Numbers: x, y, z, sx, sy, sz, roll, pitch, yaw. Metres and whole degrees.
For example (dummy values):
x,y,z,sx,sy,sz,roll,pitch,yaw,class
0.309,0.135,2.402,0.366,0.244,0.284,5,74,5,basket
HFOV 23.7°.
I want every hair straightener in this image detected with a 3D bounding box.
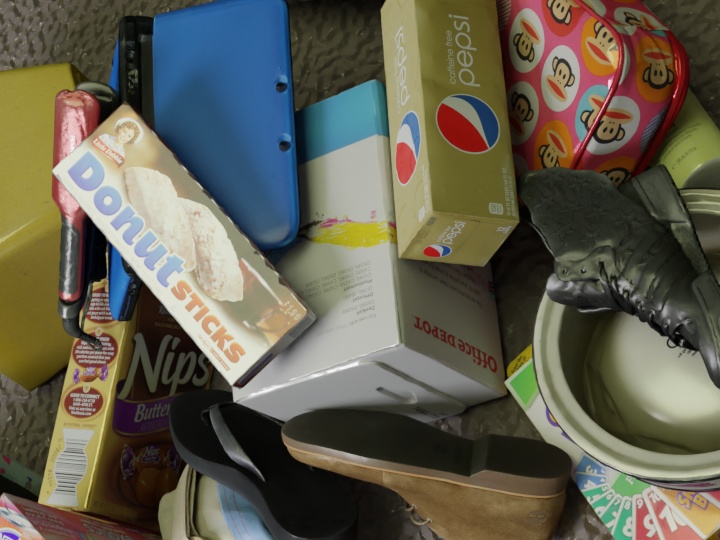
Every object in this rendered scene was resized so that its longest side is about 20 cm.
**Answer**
x,y,z,sx,sy,sz,roll,pitch,yaw,class
-0.192,-0.039,1.245,0.041,0.077,0.202,5,108,13,hair straightener

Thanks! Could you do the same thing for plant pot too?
x,y,z,sx,sy,sz,roll,pitch,yaw,class
-0.265,-0.051,1.408,0.175,0.200,0.201,-25,60,10,plant pot

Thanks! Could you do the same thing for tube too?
x,y,z,sx,sy,sz,roll,pitch,yaw,class
0.197,-0.127,1.211,0.058,0.052,0.201,-16,51,-15,tube

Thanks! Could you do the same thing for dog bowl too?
x,y,z,sx,sy,sz,roll,pitch,yaw,class
0.214,0.052,1.095,0.199,0.074,0.201,-10,61,18,dog bowl

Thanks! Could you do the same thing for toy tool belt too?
x,y,z,sx,sy,sz,roll,pitch,yaw,class
-0.065,0.202,1.211,0.123,0.125,0.200,-40,36,7,toy tool belt

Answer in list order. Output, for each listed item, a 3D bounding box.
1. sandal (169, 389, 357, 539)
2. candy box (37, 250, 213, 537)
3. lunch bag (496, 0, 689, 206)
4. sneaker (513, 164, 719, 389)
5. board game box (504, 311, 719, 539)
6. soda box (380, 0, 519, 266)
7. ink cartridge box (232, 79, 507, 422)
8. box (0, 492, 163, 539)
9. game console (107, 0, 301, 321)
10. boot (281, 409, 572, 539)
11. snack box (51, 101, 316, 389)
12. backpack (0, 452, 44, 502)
x,y,z,sx,sy,sz,roll,pitch,yaw,class
-0.066,0.129,1.206,0.200,0.076,0.043,34,134,44,sandal
-0.173,0.097,1.328,0.056,0.117,0.202,0,73,32,candy box
0.129,-0.128,1.202,0.200,0.081,0.177,58,134,42,lunch bag
0.164,0.006,1.064,0.104,0.060,0.201,-22,52,9,sneaker
0.177,0.106,1.152,0.095,0.030,0.200,-43,53,12,board game box
0.058,-0.108,1.152,0.068,0.064,0.201,125,145,-58,soda box
0.000,0.000,1.229,0.145,0.146,0.201,-20,62,28,ink cartridge box
-0.193,0.244,1.235,0.095,0.200,0.103,36,93,37,box
-0.119,-0.080,1.245,0.117,0.171,0.201,2,68,-13,game console
0.039,0.145,1.163,0.198,0.074,0.076,12,116,11,boot
-0.119,-0.018,1.150,0.072,0.024,0.200,-43,74,3,snack box
-0.330,0.231,1.347,0.200,0.177,0.151,-43,29,23,backpack
